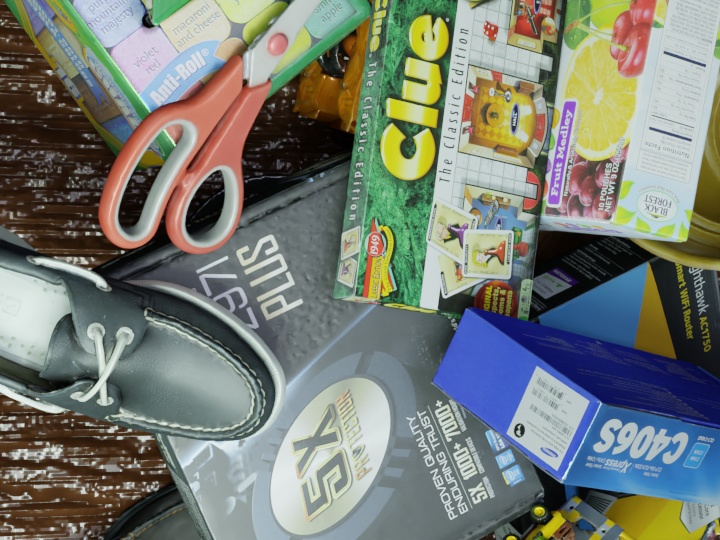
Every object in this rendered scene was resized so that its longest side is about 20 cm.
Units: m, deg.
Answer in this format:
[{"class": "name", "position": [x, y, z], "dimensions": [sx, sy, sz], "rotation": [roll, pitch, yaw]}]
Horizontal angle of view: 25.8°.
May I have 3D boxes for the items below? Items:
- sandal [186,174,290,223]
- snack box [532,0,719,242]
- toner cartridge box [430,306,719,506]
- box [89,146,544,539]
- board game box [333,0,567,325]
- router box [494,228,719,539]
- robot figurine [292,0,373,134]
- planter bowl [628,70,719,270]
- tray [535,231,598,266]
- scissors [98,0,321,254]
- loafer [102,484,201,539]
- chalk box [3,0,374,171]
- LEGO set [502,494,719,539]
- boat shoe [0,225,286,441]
[{"class": "sandal", "position": [0.000, 0.000, 0.862], "dimensions": [0.199, 0.045, 0.076], "rotation": [18, 96, -2]}, {"class": "snack box", "position": [0.100, -0.093, 0.825], "dimensions": [0.053, 0.200, 0.143], "rotation": [13, 89, -30]}, {"class": "toner cartridge box", "position": [0.136, 0.072, 0.772], "dimensions": [0.199, 0.095, 0.043], "rotation": [15, 106, -44]}, {"class": "box", "position": [-0.025, 0.058, 0.795], "dimensions": [0.163, 0.086, 0.201], "rotation": [-25, 99, -13]}, {"class": "board game box", "position": [0.047, -0.079, 0.754], "dimensions": [0.104, 0.023, 0.202], "rotation": [9, 86, -29]}, {"class": "router box", "position": [0.137, 0.082, 0.889], "dimensions": [0.148, 0.051, 0.201], "rotation": [-25, 122, -16]}, {"class": "robot figurine", "position": [0.028, -0.167, 0.838], "dimensions": [0.058, 0.145, 0.201], "rotation": [20, 95, -23]}, {"class": "planter bowl", "position": [0.217, -0.090, 0.832], "dimensions": [0.083, 0.200, 0.202], "rotation": [19, 86, -53]}, {"class": "tray", "position": [0.150, -0.041, 0.932], "dimensions": [0.099, 0.037, 0.200], "rotation": [44, 80, -15]}, {"class": "scissors", "position": [-0.049, -0.094, 0.698], "dimensions": [0.073, 0.014, 0.201], "rotation": [21, 102, -40]}, {"class": "loafer", "position": [-0.120, 0.174, 0.835], "dimensions": [0.199, 0.072, 0.073], "rotation": [-34, 100, -14]}, {"class": "chalk box", "position": [-0.085, -0.134, 0.766], "dimensions": [0.124, 0.200, 0.124], "rotation": [-38, 103, -12]}, {"class": "LEGO set", "position": [0.123, 0.220, 0.811], "dimensions": [0.153, 0.116, 0.201], "rotation": [-36, 142, -30]}, {"class": "boat shoe", "position": [-0.131, 0.031, 0.698], "dimensions": [0.199, 0.060, 0.076], "rotation": [18, 104, 4]}]
